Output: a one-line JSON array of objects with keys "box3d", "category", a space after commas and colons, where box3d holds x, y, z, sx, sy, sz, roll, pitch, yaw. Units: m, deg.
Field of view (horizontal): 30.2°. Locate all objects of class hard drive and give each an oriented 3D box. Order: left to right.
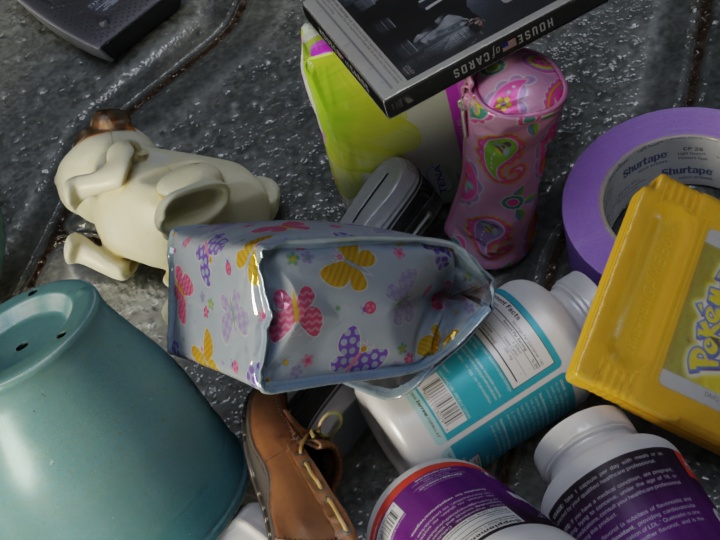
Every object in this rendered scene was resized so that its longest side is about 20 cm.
[{"box3d": [-0.297, -0.308, 1.483, 0.135, 0.042, 0.200, -43, 54, -18], "category": "hard drive"}]

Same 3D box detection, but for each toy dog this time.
[{"box3d": [-0.191, -0.073, 1.218, 0.199, 0.140, 0.194, 26, 51, 30], "category": "toy dog"}]

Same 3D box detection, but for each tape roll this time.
[{"box3d": [0.269, -0.041, 1.109, 0.199, 0.066, 0.201, -8, 51, 10], "category": "tape roll"}]

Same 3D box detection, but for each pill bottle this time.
[{"box3d": [0.085, 0.205, 0.878, 0.112, 0.113, 0.200, -33, 20, -11], "category": "pill bottle"}, {"box3d": [0.103, 0.081, 1.032, 0.199, 0.111, 0.111, -31, 52, -10], "category": "pill bottle"}, {"box3d": [0.198, 0.193, 0.919, 0.112, 0.113, 0.200, -24, 51, -4], "category": "pill bottle"}]

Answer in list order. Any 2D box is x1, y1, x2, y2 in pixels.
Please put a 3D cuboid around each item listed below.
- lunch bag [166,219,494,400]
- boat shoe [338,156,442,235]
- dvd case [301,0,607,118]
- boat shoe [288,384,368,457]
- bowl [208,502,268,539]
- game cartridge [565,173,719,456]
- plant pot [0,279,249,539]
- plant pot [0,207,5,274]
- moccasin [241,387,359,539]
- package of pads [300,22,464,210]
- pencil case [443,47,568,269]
[{"box3d": [-0.021, 0.024, 0.983, 0.199, 0.128, 0.169, -5, 8, -31], "category": "lunch bag"}, {"box3d": [0.000, 0.000, 1.145, 0.200, 0.071, 0.072, -52, 26, 3], "category": "boat shoe"}, {"box3d": [0.072, -0.212, 1.059, 0.199, 0.025, 0.150, -29, 50, -8], "category": "dvd case"}, {"box3d": [0.004, 0.069, 1.102, 0.066, 0.070, 0.200, 28, 72, 29], "category": "boat shoe"}, {"box3d": [-0.084, 0.272, 0.963, 0.200, 0.075, 0.199, -42, 54, -15], "category": "bowl"}, {"box3d": [0.270, 0.043, 0.985, 0.199, 0.032, 0.177, 26, 72, -6], "category": "game cartridge"}, {"box3d": [-0.213, 0.117, 1.001, 0.199, 0.189, 0.200, -21, 28, 12], "category": "plant pot"}, {"box3d": [-0.409, -0.011, 1.227, 0.199, 0.135, 0.201, -7, 52, 10], "category": "plant pot"}, {"box3d": [-0.042, 0.147, 0.979, 0.077, 0.074, 0.202, -17, 27, -6], "category": "moccasin"}, {"box3d": [0.038, -0.138, 1.159, 0.154, 0.201, 0.068, -13, 44, 6], "category": "package of pads"}, {"box3d": [0.116, -0.091, 1.101, 0.087, 0.200, 0.088, 1, 52, -1], "category": "pencil case"}]
